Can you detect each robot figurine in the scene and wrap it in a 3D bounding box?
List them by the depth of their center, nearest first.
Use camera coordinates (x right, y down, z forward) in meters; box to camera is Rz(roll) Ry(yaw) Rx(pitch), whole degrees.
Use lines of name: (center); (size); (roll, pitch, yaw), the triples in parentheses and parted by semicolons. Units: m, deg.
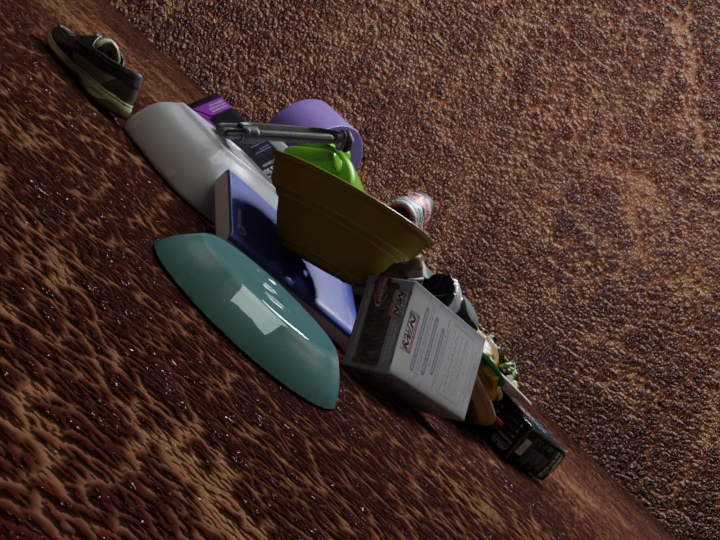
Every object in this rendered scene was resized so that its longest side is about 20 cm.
robot figurine: (-0.051, -0.090, 1.458); (0.114, 0.178, 0.200); (4, -18, 12)

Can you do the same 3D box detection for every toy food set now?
toy food set: (0.125, 0.128, 1.508); (0.198, 0.048, 0.201); (50, -14, 21)

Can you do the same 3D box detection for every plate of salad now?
plate of salad: (0.177, 0.112, 1.586); (0.200, 0.048, 0.200); (44, 1, -1)

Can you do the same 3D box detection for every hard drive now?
hard drive: (-0.080, -0.011, 1.229); (0.200, 0.025, 0.133); (41, 22, -30)

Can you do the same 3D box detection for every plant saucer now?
plant saucer: (-0.082, 0.031, 0.916); (0.200, 0.036, 0.200); (42, 4, -3)

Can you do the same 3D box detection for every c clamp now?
c clamp: (-0.089, -0.161, 1.350); (0.198, 0.028, 0.170); (-1, 11, -32)

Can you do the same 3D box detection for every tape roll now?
tape roll: (-0.097, -0.187, 1.922); (0.085, 0.200, 0.200); (43, 4, 28)

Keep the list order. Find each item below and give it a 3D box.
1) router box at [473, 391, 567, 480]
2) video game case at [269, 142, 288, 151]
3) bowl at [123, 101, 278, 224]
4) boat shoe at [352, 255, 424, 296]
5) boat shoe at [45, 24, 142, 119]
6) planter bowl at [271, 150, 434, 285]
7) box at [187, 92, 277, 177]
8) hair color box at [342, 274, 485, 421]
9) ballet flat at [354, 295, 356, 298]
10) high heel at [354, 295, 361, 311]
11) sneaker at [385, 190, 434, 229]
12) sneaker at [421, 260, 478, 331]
router box: (0.197, 0.207, 1.646); (0.200, 0.062, 0.150); (46, 6, 37)
video game case: (-0.095, -0.100, 1.684); (0.200, 0.022, 0.183); (44, -28, 11)
bowl: (-0.174, -0.118, 1.340); (0.200, 0.075, 0.200); (37, 6, -46)
boat shoe: (-0.011, -0.013, 1.365); (0.197, 0.073, 0.072); (15, 9, 20)
boat shoe: (-0.322, -0.255, 1.376); (0.200, 0.065, 0.073); (44, 6, 36)
planter bowl: (-0.027, -0.041, 1.186); (0.199, 0.084, 0.200); (30, -3, 2)
box: (-0.172, -0.152, 1.537); (0.200, 0.036, 0.143); (44, 34, 4)
hair color box: (0.063, 0.087, 1.207); (0.060, 0.100, 0.200); (9, -16, 31)
ballet flat: (0.000, 0.000, 1.447); (0.068, 0.067, 0.201); (41, -25, 13)
high heel: (0.066, 0.107, 1.378); (0.143, 0.071, 0.200); (44, 1, -23)
sneaker: (0.026, -0.019, 1.548); (0.067, 0.203, 0.108); (36, 18, 10)
sneaker: (0.084, 0.039, 1.420); (0.079, 0.074, 0.200); (46, -4, -25)
